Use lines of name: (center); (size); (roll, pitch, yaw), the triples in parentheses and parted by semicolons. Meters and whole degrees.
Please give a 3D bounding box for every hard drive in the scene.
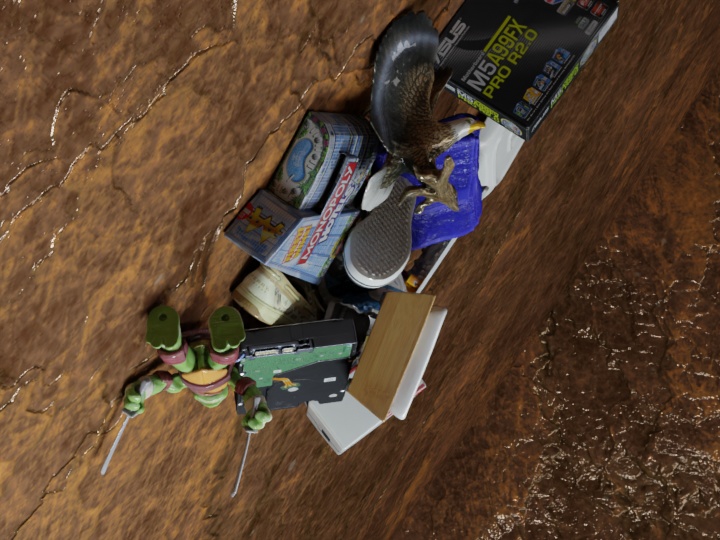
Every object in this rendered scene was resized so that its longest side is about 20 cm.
hard drive: (-0.082, 0.116, 1.624); (0.139, 0.038, 0.200); (-7, 157, -9)

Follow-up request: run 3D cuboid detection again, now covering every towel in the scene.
towel: (0.091, -0.105, 1.741); (0.147, 0.050, 0.200); (-20, 144, -9)

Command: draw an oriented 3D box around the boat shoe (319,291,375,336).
boat shoe: (0.017, 0.052, 1.854); (0.068, 0.072, 0.200); (-41, 141, 12)

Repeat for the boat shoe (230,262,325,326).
boat shoe: (-0.084, 0.032, 1.601); (0.063, 0.073, 0.200); (-54, 164, 5)

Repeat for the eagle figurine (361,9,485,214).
eagle figurine: (0.066, -0.166, 1.525); (0.150, 0.201, 0.152); (1, 150, -37)

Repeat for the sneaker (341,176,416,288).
sneaker: (0.018, -0.030, 1.620); (0.080, 0.078, 0.200); (-57, -173, 38)

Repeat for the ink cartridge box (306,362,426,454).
ink cartridge box: (0.004, 0.180, 1.887); (0.144, 0.084, 0.200); (-37, 175, -8)

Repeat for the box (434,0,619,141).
box: (0.195, -0.281, 1.649); (0.200, 0.160, 0.044); (-53, 166, -8)

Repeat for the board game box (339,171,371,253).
board game box: (-0.021, -0.059, 1.707); (0.105, 0.023, 0.200); (-54, 165, -15)

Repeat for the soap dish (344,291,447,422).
soap dish: (0.042, 0.102, 1.646); (0.200, 0.081, 0.158); (80, 32, -86)

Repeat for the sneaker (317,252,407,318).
sneaker: (0.000, 0.000, 1.744); (0.075, 0.087, 0.200); (-16, 158, 22)

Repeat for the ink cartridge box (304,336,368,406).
ink cartridge box: (-0.018, 0.106, 2.004); (0.200, 0.047, 0.198); (-50, 162, -14)

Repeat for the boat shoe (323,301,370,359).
boat shoe: (-0.015, 0.090, 1.720); (0.200, 0.057, 0.067); (83, 25, -74)

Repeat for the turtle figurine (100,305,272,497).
turtle figurine: (-0.171, 0.132, 1.420); (0.200, 0.143, 0.194); (-52, 160, -28)

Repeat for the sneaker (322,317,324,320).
sneaker: (-0.079, 0.104, 1.794); (0.200, 0.075, 0.082); (-7, 109, -67)

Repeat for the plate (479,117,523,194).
plate: (0.227, -0.218, 2.068); (0.200, 0.032, 0.200); (-58, 164, -16)

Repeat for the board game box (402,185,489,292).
board game box: (0.110, -0.045, 1.997); (0.201, 0.026, 0.200); (-57, -175, 1)

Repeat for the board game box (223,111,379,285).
board game box: (-0.061, -0.073, 1.485); (0.201, 0.062, 0.200); (-61, 165, 16)
